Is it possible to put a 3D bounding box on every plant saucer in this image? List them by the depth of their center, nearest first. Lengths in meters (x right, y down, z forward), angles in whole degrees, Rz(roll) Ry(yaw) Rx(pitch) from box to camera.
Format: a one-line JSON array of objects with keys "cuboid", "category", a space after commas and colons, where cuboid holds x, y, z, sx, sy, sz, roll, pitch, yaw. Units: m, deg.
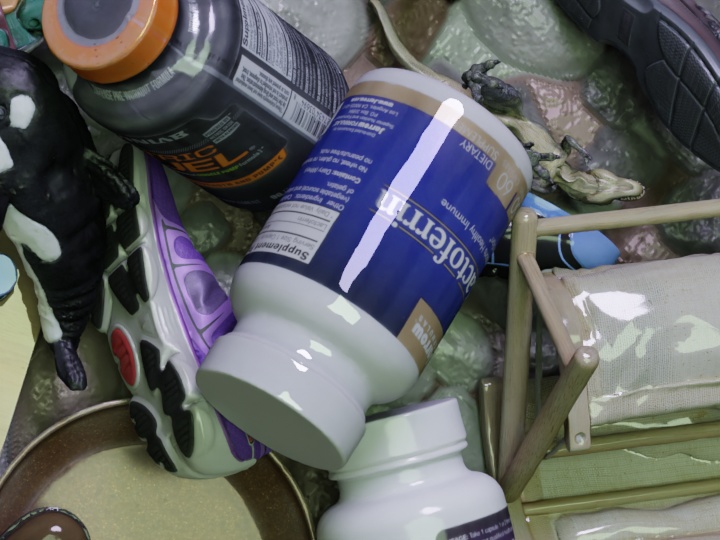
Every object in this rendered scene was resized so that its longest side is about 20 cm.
[{"cuboid": [-0.123, 0.173, 1.550, 0.200, 0.037, 0.201, 1, 86, -13], "category": "plant saucer"}]

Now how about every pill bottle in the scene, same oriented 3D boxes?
[{"cuboid": [0.000, 0.000, 1.476, 0.116, 0.116, 0.200, 34, 72, -9], "category": "pill bottle"}, {"cuboid": [-0.093, -0.110, 1.483, 0.106, 0.200, 0.107, -9, 70, 25], "category": "pill bottle"}, {"cuboid": [0.038, 0.179, 1.549, 0.111, 0.111, 0.201, -13, 90, -14], "category": "pill bottle"}]

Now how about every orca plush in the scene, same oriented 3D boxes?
[{"cuboid": [-0.157, -0.029, 1.476, 0.071, 0.105, 0.201, 3, 110, 21], "category": "orca plush"}]

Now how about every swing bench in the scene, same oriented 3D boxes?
[{"cuboid": [0.183, 0.066, 1.568, 0.198, 0.200, 0.130, -6, 46, -15], "category": "swing bench"}]

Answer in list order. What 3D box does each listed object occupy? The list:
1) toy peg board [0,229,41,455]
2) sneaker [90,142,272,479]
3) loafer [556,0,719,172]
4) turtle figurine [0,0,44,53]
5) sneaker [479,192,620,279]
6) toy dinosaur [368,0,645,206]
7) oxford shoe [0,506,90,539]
[{"cuboid": [-0.279, 0.043, 1.489, 0.200, 0.098, 0.200, 19, 83, -12], "category": "toy peg board"}, {"cuboid": [-0.101, 0.023, 1.542, 0.083, 0.081, 0.200, -8, 72, -38], "category": "sneaker"}, {"cuboid": [0.188, -0.138, 1.593, 0.063, 0.072, 0.200, -24, 59, -27], "category": "loafer"}, {"cuboid": [-0.213, -0.154, 1.519, 0.200, 0.101, 0.150, -22, 51, -15], "category": "turtle figurine"}, {"cuboid": [0.049, -0.020, 1.589, 0.200, 0.070, 0.078, 23, 83, -4], "category": "sneaker"}, {"cuboid": [0.082, -0.089, 1.589, 0.200, 0.088, 0.047, 38, 92, -8], "category": "toy dinosaur"}, {"cuboid": [-0.191, 0.214, 1.461, 0.073, 0.084, 0.200, 27, 64, -10], "category": "oxford shoe"}]
